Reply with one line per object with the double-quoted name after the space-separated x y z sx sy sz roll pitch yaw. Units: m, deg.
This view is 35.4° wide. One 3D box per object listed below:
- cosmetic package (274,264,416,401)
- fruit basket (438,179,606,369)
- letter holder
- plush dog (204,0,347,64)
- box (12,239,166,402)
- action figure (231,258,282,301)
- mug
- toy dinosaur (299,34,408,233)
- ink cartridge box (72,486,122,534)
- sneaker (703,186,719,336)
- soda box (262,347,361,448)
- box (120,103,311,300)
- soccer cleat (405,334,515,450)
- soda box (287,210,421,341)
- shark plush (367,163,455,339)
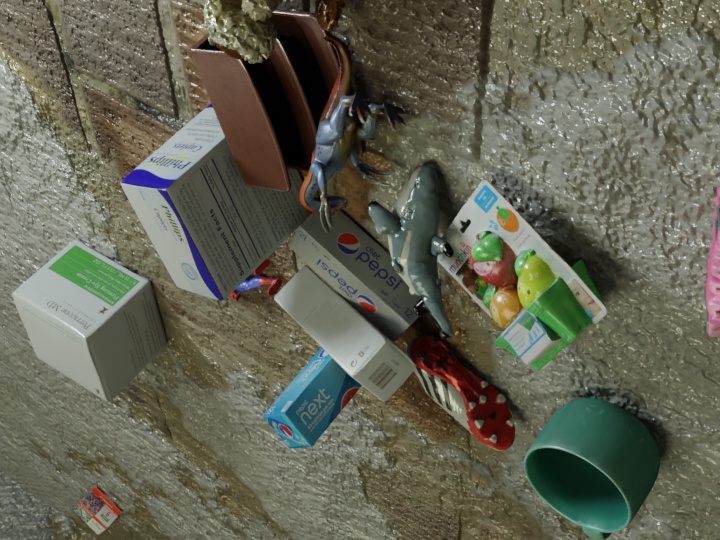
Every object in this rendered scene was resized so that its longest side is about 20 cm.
-0.022 0.085 1.566 0.200 0.074 0.102 43 179 39 "cosmetic package"
0.174 0.014 1.307 0.200 0.094 0.185 43 150 5 "fruit basket"
-0.092 -0.200 1.357 0.142 0.101 0.201 14 138 36 "letter holder"
-0.094 -0.334 1.192 0.171 0.161 0.200 3 149 23 "plush dog"
-0.499 0.092 2.093 0.198 0.171 0.201 27 145 24 "box"
-0.205 0.014 1.792 0.200 0.052 0.066 -1 131 52 "action figure"
0.296 0.244 1.435 0.152 0.114 0.185 36 149 10 "mug"
-0.024 -0.146 1.346 0.181 0.105 0.201 -33 70 47 "toy dinosaur"
-0.745 0.680 3.190 0.109 0.050 0.200 45 149 -3 "ink cartridge box"
0.384 -0.015 1.085 0.095 0.079 0.201 5 137 15 "sneaker"
-0.048 0.164 1.644 0.068 0.200 0.064 52 147 -16 "soda box"
-0.184 -0.097 1.484 0.105 0.200 0.185 12 137 41 "box"
0.138 0.172 1.581 0.200 0.069 0.085 46 158 2 "soccer cleat"
0.000 0.000 1.524 0.200 0.063 0.068 42 150 2 "soda box"
0.072 -0.021 1.333 0.083 0.201 0.091 -21 154 38 "shark plush"
